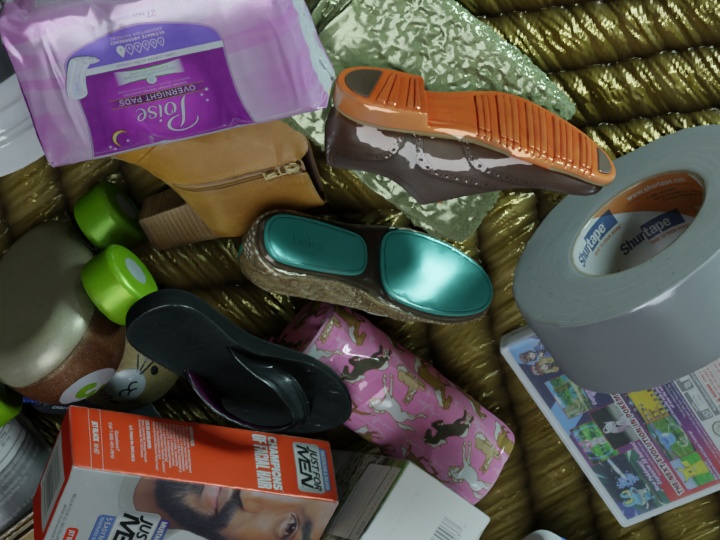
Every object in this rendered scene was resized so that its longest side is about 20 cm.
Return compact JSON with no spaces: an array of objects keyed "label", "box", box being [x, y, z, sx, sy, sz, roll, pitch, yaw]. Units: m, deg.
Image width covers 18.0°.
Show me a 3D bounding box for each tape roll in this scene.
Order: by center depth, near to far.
[{"label":"tape roll","box":[0.204,-0.010,1.545,0.200,0.201,0.066,-27,118,22]}]

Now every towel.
[{"label":"towel","box":[0.037,-0.122,1.573,0.200,0.037,0.148,35,108,-18]}]

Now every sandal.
[{"label":"sandal","box":[-0.086,0.080,1.609,0.075,0.048,0.200,-37,132,28]}]

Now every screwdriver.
[{"label":"screwdriver","box":[-0.271,0.091,1.708,0.029,0.028,0.200,-16,164,38]}]

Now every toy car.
[{"label":"toy car","box":[-0.181,0.066,1.684,0.164,0.158,0.200,-37,125,16]}]

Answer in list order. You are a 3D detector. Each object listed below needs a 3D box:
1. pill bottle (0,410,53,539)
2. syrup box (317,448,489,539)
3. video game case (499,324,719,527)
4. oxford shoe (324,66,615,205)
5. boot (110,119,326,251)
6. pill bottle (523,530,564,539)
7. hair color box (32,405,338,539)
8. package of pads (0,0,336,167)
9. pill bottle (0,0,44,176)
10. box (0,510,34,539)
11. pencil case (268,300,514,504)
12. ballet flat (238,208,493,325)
[{"label":"pill bottle","box":[-0.306,0.145,1.762,0.114,0.114,0.200,-25,118,21]},{"label":"syrup box","box":[0.012,0.191,1.706,0.081,0.200,0.079,36,77,-14]},{"label":"video game case","box":[0.232,0.091,1.719,0.182,0.023,0.200,-25,119,21]},{"label":"oxford shoe","box":[0.073,-0.079,1.544,0.199,0.071,0.073,16,122,-3]},{"label":"boot","box":[-0.115,-0.110,1.603,0.144,0.071,0.202,-20,123,12]},{"label":"pill bottle","box":[0.201,0.299,1.799,0.200,0.114,0.114,30,122,-13]},{"label":"hair color box","box":[-0.129,0.168,1.658,0.199,0.064,0.111,8,133,-19]},{"label":"package of pads","box":[-0.125,-0.146,1.492,0.199,0.076,0.121,-12,120,10]},{"label":"pill bottle","box":[-0.280,-0.169,1.545,0.115,0.116,0.200,-17,121,17]},{"label":"box","box":[-0.159,0.224,1.753,0.163,0.021,0.200,-38,123,12]},{"label":"pencil case","box":[0.021,0.100,1.715,0.200,0.083,0.087,39,93,-19]},{"label":"ballet flat","box":[0.000,0.000,1.654,0.199,0.071,0.065,17,155,-24]}]
